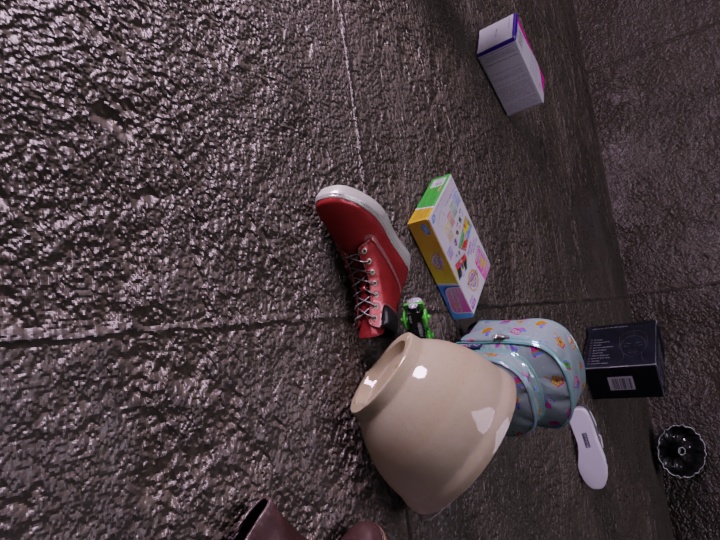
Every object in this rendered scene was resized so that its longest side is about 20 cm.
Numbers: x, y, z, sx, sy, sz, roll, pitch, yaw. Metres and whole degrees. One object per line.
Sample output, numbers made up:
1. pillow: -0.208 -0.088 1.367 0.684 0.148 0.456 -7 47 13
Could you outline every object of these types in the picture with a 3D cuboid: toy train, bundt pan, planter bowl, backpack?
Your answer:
1. toy train: 0.093 0.128 0.803 0.057 0.041 0.204 -73 152 -63
2. bundt pan: 1.265 0.719 2.259 0.076 0.197 0.207 87 -2 -79
3. planter bowl: 0.071 0.164 0.688 0.134 0.200 0.201 38 43 -5
4. backpack: 0.258 0.174 0.924 0.153 0.197 0.179 -36 109 -53

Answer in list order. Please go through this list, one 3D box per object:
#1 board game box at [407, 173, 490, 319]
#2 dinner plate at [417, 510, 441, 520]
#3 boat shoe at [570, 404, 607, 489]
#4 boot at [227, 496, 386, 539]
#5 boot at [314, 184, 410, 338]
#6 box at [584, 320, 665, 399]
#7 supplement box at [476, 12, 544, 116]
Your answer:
1. board game box: 0.161 -0.042 0.991 0.202 0.040 0.154 61 37 -23
2. dinner plate: 0.123 0.232 0.750 0.024 0.202 0.201 31 43 2
3. boat shoe: 0.583 0.445 1.436 0.067 0.071 0.205 -3 76 -54
4. boot: -0.050 0.283 0.549 0.200 0.071 0.169 -45 119 -48
5. boot: 0.000 0.000 0.719 0.200 0.071 0.147 46 46 -43
6. box: 0.769 0.260 1.646 0.126 0.197 0.197 62 38 -23
7. supplement box: 0.374 -0.502 1.394 0.200 0.102 0.103 46 44 -36
